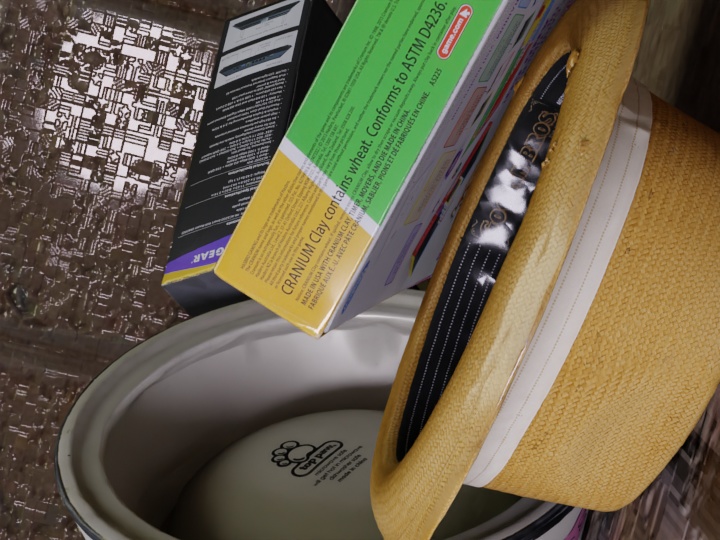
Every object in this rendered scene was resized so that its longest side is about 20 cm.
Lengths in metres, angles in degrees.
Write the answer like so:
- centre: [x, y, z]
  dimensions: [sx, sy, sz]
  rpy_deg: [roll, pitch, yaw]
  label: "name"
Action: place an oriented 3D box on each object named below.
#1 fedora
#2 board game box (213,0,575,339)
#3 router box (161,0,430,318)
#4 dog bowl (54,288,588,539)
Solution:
- centre: [0.071, 0.008, 0.687]
  dimensions: [0.201, 0.081, 0.202]
  rpy_deg: [-157, 90, -85]
  label: "fedora"
- centre: [0.027, -0.063, 0.742]
  dimensions: [0.154, 0.040, 0.200]
  rpy_deg: [-61, -8, 10]
  label: "board game box"
- centre: [0.000, 0.000, 0.978]
  dimensions: [0.200, 0.052, 0.158]
  rpy_deg: [50, -144, -37]
  label: "router box"
- centre: [-0.008, 0.085, 0.799]
  dimensions: [0.200, 0.199, 0.074]
  rpy_deg: [-86, -8, -61]
  label: "dog bowl"
